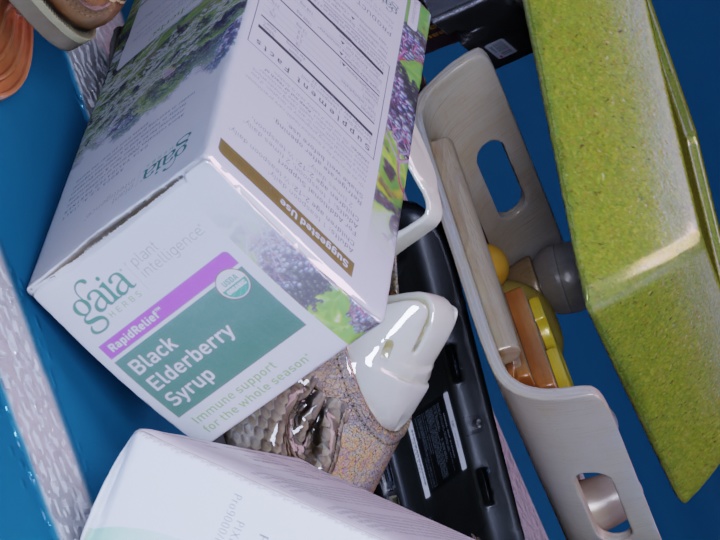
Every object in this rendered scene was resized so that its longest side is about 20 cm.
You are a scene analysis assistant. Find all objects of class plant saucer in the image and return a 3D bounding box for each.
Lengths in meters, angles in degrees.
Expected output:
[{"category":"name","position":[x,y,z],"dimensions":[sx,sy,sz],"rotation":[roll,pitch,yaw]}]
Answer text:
[{"category":"plant saucer","position":[0.121,-0.031,0.996],"dimensions":[0.200,0.048,0.201],"rotation":[58,20,-57]}]

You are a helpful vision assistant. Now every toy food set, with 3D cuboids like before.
[{"category":"toy food set","position":[0.084,0.022,0.981],"dimensions":[0.144,0.060,0.201],"rotation":[64,7,-46]}]

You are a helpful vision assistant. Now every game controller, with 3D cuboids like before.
[{"category":"game controller","position":[0.028,0.071,0.987],"dimensions":[0.104,0.042,0.201],"rotation":[-22,99,-57]}]

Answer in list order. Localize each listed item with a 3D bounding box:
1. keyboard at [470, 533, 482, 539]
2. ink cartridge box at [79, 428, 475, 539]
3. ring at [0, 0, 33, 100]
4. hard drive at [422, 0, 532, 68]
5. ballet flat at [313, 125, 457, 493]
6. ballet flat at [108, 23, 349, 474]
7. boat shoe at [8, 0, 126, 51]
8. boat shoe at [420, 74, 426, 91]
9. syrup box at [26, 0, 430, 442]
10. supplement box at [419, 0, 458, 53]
[{"category":"keyboard","position":[0.065,0.156,0.934],"dimensions":[0.200,0.039,0.105],"rotation":[30,62,-63]},{"category":"ink cartridge box","position":[0.035,0.107,0.696],"dimensions":[0.199,0.050,0.161],"rotation":[24,-1,17]},{"category":"ring","position":[-0.150,-0.147,0.740],"dimensions":[0.201,0.019,0.201],"rotation":[61,13,-25]},{"category":"hard drive","position":[0.023,-0.192,1.016],"dimensions":[0.201,0.038,0.140],"rotation":[68,11,9]},{"category":"ballet flat","position":[0.000,0.000,0.895],"dimensions":[0.068,0.067,0.201],"rotation":[17,65,-63]},{"category":"ballet flat","position":[-0.048,-0.008,0.854],"dimensions":[0.067,0.046,0.201],"rotation":[46,23,-61]},{"category":"boat shoe","position":[-0.112,-0.170,0.740],"dimensions":[0.072,0.068,0.201],"rotation":[-68,134,-77]},{"category":"boat shoe","position":[0.004,-0.102,1.231],"dimensions":[0.200,0.068,0.057],"rotation":[-35,102,-81]},{"category":"syrup box","position":[-0.037,-0.043,0.780],"dimensions":[0.081,0.079,0.200],"rotation":[43,28,-22]},{"category":"supplement box","position":[-0.040,-0.161,1.038],"dimensions":[0.200,0.110,0.086],"rotation":[48,22,-58]}]
